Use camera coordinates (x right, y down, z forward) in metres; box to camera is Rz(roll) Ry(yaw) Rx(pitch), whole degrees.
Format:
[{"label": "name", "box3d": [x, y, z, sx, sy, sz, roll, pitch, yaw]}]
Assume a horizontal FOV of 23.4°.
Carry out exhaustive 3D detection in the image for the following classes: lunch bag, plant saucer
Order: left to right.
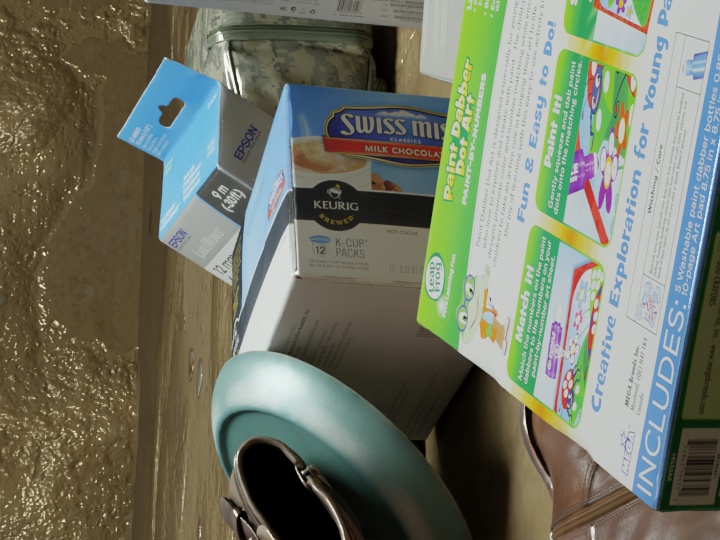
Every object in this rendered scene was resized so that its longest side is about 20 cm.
[{"label": "lunch bag", "box3d": [-0.061, -0.124, 1.338, 0.200, 0.138, 0.169, 130, 141, -70]}, {"label": "plant saucer", "box3d": [-0.018, 0.134, 1.021, 0.027, 0.200, 0.200, -44, -11, -30]}]

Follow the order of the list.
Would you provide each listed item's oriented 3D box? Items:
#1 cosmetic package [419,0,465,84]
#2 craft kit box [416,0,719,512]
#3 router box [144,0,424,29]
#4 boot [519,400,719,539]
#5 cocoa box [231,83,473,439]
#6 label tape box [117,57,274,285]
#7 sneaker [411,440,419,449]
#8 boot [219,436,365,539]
[{"label": "cosmetic package", "box3d": [0.091, -0.131, 0.797, 0.200, 0.089, 0.108, -140, 54, -71]}, {"label": "craft kit box", "box3d": [0.087, -0.046, 0.609, 0.197, 0.048, 0.202, -144, 59, -61]}, {"label": "router box", "box3d": [-0.048, -0.253, 1.178, 0.049, 0.198, 0.181, 109, 160, -52]}, {"label": "boot", "box3d": [0.127, 0.051, 0.652, 0.200, 0.064, 0.188, 123, 154, -56]}, {"label": "cocoa box", "box3d": [0.000, 0.000, 1.045, 0.200, 0.132, 0.132, 114, 157, -57]}, {"label": "label tape box", "box3d": [-0.081, -0.049, 1.225, 0.066, 0.199, 0.143, -65, 12, -28]}, {"label": "sneaker", "box3d": [0.003, 0.113, 1.168, 0.076, 0.075, 0.202, 106, 174, -68]}, {"label": "boot", "box3d": [-0.007, 0.181, 0.945, 0.200, 0.070, 0.147, 45, 165, 27]}]
